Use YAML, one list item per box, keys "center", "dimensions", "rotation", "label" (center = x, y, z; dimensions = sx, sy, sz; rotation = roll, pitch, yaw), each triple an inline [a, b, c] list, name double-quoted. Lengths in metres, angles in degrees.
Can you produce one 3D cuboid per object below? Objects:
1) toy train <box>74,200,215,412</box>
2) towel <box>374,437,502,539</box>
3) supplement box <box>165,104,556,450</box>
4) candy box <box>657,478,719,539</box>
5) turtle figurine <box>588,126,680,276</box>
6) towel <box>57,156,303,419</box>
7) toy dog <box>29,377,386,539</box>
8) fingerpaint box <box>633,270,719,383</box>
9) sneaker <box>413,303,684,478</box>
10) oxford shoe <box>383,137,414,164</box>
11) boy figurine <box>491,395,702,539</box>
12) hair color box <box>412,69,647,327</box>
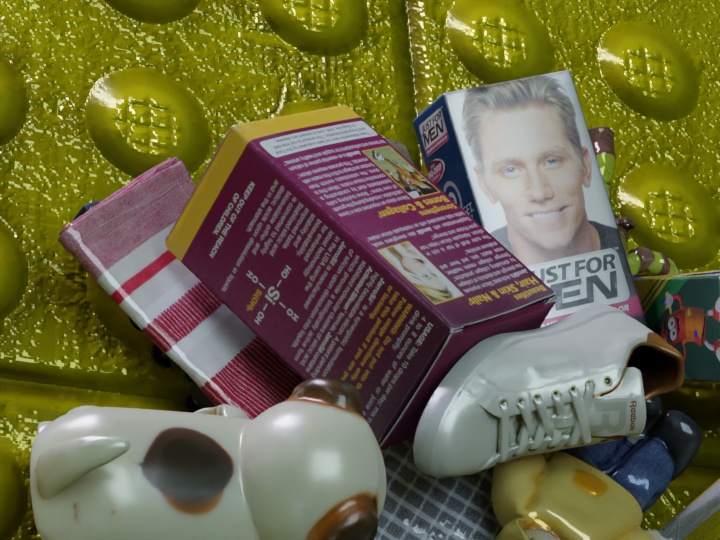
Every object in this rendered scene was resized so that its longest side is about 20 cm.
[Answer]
- center: [-0.115, 0.037, 1.505]
  dimensions: [0.046, 0.034, 0.200]
  rotation: [-21, 72, -47]
  label: "toy train"
- center: [0.062, 0.193, 1.467]
  dimensions: [0.200, 0.086, 0.166]
  rotation: [37, 51, -3]
  label: "towel"
- center: [0.000, 0.000, 1.476]
  dimensions: [0.200, 0.103, 0.131]
  rotation: [43, 29, 21]
  label: "supplement box"
- center: [0.233, 0.165, 1.484]
  dimensions: [0.026, 0.200, 0.102]
  rotation: [39, 29, -11]
  label: "candy box"
- center: [0.149, -0.032, 1.655]
  dimensions: [0.199, 0.064, 0.162]
  rotation: [5, 60, -26]
  label: "turtle figurine"
- center: [-0.088, 0.023, 1.498]
  dimensions: [0.200, 0.023, 0.144]
  rotation: [46, 32, 1]
  label: "towel"
- center: [-0.085, 0.121, 1.353]
  dimensions: [0.199, 0.194, 0.140]
  rotation: [-6, 53, -3]
  label: "toy dog"
- center: [0.296, 0.033, 1.577]
  dimensions: [0.199, 0.167, 0.074]
  rotation: [-2, 90, -16]
  label: "fingerpaint box"
- center: [0.120, 0.076, 1.418]
  dimensions: [0.200, 0.073, 0.084]
  rotation: [-27, 38, -38]
  label: "sneaker"
- center: [0.038, -0.008, 1.586]
  dimensions: [0.074, 0.071, 0.201]
  rotation: [-6, 66, -36]
  label: "oxford shoe"
- center: [0.131, 0.141, 1.446]
  dimensions: [0.124, 0.065, 0.200]
  rotation: [41, 40, 10]
  label: "boy figurine"
- center: [0.115, -0.025, 1.574]
  dimensions: [0.100, 0.061, 0.201]
  rotation: [-12, 79, -23]
  label: "hair color box"
